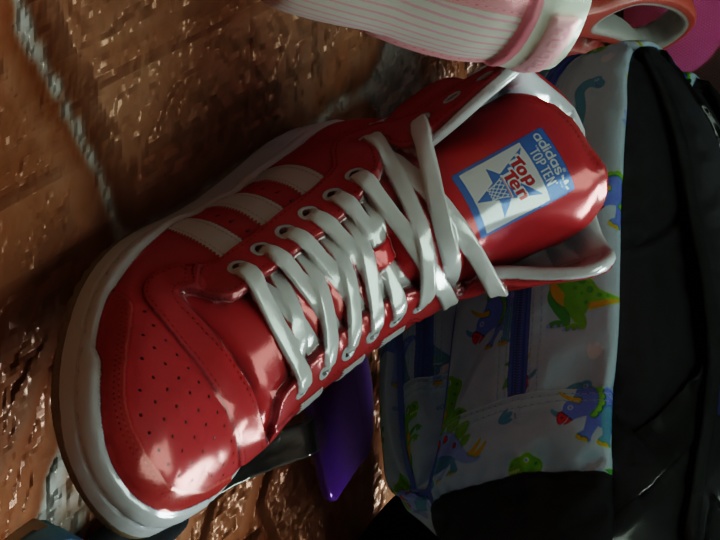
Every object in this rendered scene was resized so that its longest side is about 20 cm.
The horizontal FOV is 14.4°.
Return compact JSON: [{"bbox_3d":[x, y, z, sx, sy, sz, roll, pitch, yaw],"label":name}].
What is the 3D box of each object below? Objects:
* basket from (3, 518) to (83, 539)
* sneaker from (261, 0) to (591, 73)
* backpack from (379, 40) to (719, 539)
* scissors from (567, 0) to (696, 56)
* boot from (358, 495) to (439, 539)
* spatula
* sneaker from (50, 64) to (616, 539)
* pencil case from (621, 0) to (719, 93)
[{"bbox_3d":[-0.038,0.159,0.699,0.139,0.200,0.177,-32,136,-31],"label":"basket"},{"bbox_3d":[0.002,-0.150,0.785,0.075,0.104,0.201,124,-33,-58],"label":"sneaker"},{"bbox_3d":[0.076,0.024,0.902,0.163,0.153,0.201,31,63,-47],"label":"backpack"},{"bbox_3d":[0.051,-0.088,0.934,0.200,0.073,0.014,16,50,-62],"label":"scissors"},{"bbox_3d":[-0.008,0.146,0.904,0.158,0.079,0.212,38,69,-62],"label":"boot"},{"bbox_3d":[-0.042,0.064,0.859,0.200,0.020,0.057,-35,120,-51],"label":"spatula"},{"bbox_3d":[0.000,0.000,0.781,0.071,0.112,0.200,65,31,-17],"label":"sneaker"},{"bbox_3d":[0.128,-0.068,1.065,0.094,0.090,0.201,-55,151,-72],"label":"pencil case"}]
